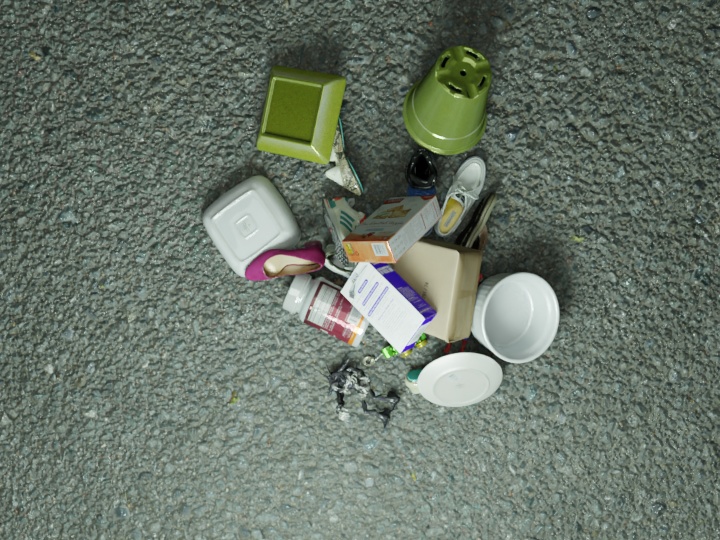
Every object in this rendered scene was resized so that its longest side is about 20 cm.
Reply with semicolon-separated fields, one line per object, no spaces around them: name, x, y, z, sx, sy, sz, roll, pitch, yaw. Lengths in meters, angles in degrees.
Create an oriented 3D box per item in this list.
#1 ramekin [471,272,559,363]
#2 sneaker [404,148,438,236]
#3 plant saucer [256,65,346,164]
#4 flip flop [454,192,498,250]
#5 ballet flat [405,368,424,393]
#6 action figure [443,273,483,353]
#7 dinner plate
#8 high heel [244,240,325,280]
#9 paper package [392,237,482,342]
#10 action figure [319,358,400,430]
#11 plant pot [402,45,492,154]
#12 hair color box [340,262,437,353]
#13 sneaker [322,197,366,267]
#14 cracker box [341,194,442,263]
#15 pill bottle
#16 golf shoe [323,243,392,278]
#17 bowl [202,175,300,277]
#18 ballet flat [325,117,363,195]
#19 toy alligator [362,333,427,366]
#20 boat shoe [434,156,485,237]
ramekin;0.341;0.100;1.702;0.198;0.098;0.204;-2;97;-20
sneaker;0.137;-0.177;1.709;0.076;0.111;0.203;4;95;7
plant saucer;-0.147;-0.361;1.714;0.198;0.048;0.203;15;96;21
flip flop;0.271;-0.083;1.736;0.057;0.081;0.202;29;90;-14
ballet flat;0.204;0.253;1.772;0.197;0.069;0.071;-10;94;6
action figure;0.251;0.103;1.761;0.065;0.052;0.203;17;93;5
dinner plate;0.229;0.259;1.723;0.197;0.024;0.202;-2;133;-2
high heel;-0.174;-0.009;1.700;0.198;0.097;0.068;-24;119;8
paper package;0.162;0.037;1.689;0.189;0.103;0.203;15;101;40
action figure;-0.009;0.288;1.763;0.198;0.102;0.120;27;107;-1
plant pot;0.202;-0.381;1.622;0.197;0.190;0.203;2;75;-6
hair color box;0.060;0.070;1.649;0.200;0.065;0.110;44;121;18
sneaker;-0.023;-0.096;1.709;0.092;0.071;0.201;-13;50;-11
cracker box;0.070;-0.092;1.634;0.133;0.200;0.058;1;122;42
pill bottle;-0.073;0.086;1.743;0.198;0.114;0.115;25;95;1
golf shoe;0.000;0.000;1.741;0.197;0.097;0.079;18;94;1
bowl;-0.261;-0.105;1.760;0.199;0.075;0.201;-34;90;5
ballet flat;-0.058;-0.260;1.737;0.074;0.068;0.203;-18;89;-9
toy alligator;0.091;0.177;1.770;0.198;0.054;0.060;-30;92;5
boat shoe;0.228;-0.169;1.719;0.074;0.086;0.203;30;96;0
